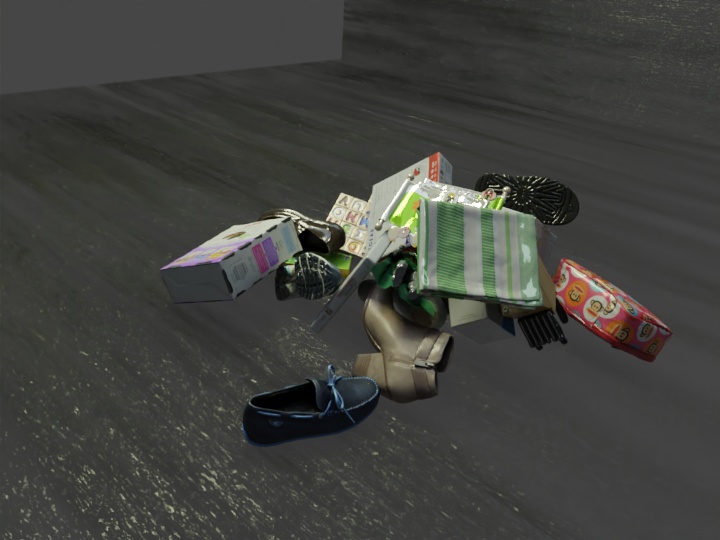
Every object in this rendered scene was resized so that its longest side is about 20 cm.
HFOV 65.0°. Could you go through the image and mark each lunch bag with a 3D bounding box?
[{"bbox_3d":[0.439,0.069,0.991,0.173,0.083,0.201,20,20,-29],"label":"lunch bag"}]

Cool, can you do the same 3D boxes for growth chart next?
[{"bbox_3d":[0.131,-0.094,0.922,0.196,0.018,0.147,14,62,24],"label":"growth chart"}]

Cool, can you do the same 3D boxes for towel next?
[{"bbox_3d":[0.176,-0.026,0.838,0.194,0.023,0.157,7,70,-14],"label":"towel"}]

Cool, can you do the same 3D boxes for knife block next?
[{"bbox_3d":[0.286,0.028,0.949,0.063,0.205,0.174,-20,-19,31],"label":"knife block"}]

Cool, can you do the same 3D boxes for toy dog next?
[{"bbox_3d":[0.083,0.073,0.980,0.129,0.099,0.199,-14,19,-22],"label":"toy dog"}]

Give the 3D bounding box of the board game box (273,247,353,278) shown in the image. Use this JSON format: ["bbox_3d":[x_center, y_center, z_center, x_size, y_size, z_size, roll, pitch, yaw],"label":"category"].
[{"bbox_3d":[-0.115,-0.026,1.168,0.194,0.031,0.096,9,28,1],"label":"board game box"}]

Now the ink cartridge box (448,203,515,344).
[{"bbox_3d":[0.195,0.007,0.945,0.066,0.205,0.115,-19,-30,33],"label":"ink cartridge box"}]

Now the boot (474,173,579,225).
[{"bbox_3d":[0.337,-0.135,1.118,0.208,0.081,0.157,23,5,30],"label":"boot"}]

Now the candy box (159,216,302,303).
[{"bbox_3d":[-0.229,-0.021,1.022,0.165,0.073,0.200,-5,23,37],"label":"candy box"}]

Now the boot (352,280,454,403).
[{"bbox_3d":[0.071,0.102,0.856,0.143,0.070,0.204,-1,61,28],"label":"boot"}]

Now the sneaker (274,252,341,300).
[{"bbox_3d":[-0.078,0.010,0.996,0.085,0.080,0.198,-3,-1,-33],"label":"sneaker"}]

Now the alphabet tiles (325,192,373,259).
[{"bbox_3d":[0.027,-0.096,1.204,0.196,0.008,0.170,21,62,12],"label":"alphabet tiles"}]

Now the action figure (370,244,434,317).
[{"bbox_3d":[0.076,0.000,0.911,0.118,0.055,0.200,41,14,-5],"label":"action figure"}]

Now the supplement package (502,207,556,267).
[{"bbox_3d":[0.276,-0.053,1.105,0.153,0.113,0.199,23,5,30],"label":"supplement package"}]

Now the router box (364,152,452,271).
[{"bbox_3d":[0.095,-0.109,1.118,0.177,0.048,0.204,-22,49,38],"label":"router box"}]

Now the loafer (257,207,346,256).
[{"bbox_3d":[-0.129,-0.076,1.150,0.195,0.075,0.072,9,32,18],"label":"loafer"}]

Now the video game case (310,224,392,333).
[{"bbox_3d":[0.000,0.000,0.993,0.023,0.183,0.201,38,33,-1],"label":"video game case"}]

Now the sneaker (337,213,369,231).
[{"bbox_3d":[0.029,-0.100,1.252,0.195,0.072,0.100,11,58,9],"label":"sneaker"}]

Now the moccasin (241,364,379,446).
[{"bbox_3d":[-0.059,0.180,0.755,0.196,0.070,0.080,-14,37,-27],"label":"moccasin"}]
